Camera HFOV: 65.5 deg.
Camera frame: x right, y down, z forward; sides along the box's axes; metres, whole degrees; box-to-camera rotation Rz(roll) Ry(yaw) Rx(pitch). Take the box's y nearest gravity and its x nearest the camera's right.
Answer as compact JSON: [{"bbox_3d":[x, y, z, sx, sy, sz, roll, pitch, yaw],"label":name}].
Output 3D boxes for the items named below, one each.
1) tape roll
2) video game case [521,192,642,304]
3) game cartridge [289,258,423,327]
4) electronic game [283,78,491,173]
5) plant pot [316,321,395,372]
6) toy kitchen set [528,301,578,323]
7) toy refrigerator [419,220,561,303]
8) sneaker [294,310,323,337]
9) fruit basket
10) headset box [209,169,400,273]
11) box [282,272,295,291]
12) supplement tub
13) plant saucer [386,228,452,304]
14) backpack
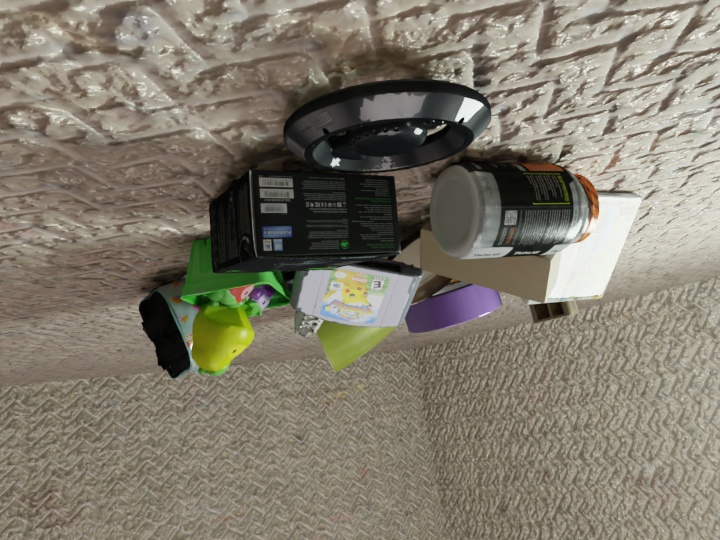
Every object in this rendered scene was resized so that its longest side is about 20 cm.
[{"bbox_3d":[0.185,0.066,1.152,0.199,0.066,0.200,-18,-178,1],"label":"tape roll"},{"bbox_3d":[0.377,-0.037,0.956,0.181,0.201,0.023,-3,-151,-26],"label":"video game case"},{"bbox_3d":[-0.011,0.033,0.914,0.199,0.041,0.134,10,133,-9],"label":"game cartridge"},{"bbox_3d":[0.025,-0.136,0.542,0.199,0.042,0.200,-6,175,-1],"label":"electronic game"},{"bbox_3d":[-0.012,0.148,1.512,0.199,0.188,0.187,-24,167,-2],"label":"plant pot"},{"bbox_3d":[0.343,-0.005,1.013,0.163,0.181,0.200,-20,167,37],"label":"toy kitchen set"},{"bbox_3d":[0.194,-0.024,0.847,0.199,0.076,0.070,16,-143,29],"label":"toy refrigerator"},{"bbox_3d":[-0.085,0.074,1.038,0.074,0.087,0.200,16,160,-6],"label":"sneaker"},{"bbox_3d":[-0.197,0.060,0.890,0.155,0.217,0.216,-10,167,4],"label":"fruit basket"},{"bbox_3d":[-0.078,-0.051,0.675,0.173,0.093,0.200,-2,176,-29],"label":"headset box"},{"bbox_3d":[-0.129,0.015,1.078,0.199,0.049,0.161,-17,167,24],"label":"box"},{"bbox_3d":[0.202,-0.079,0.731,0.199,0.123,0.123,-3,166,-22],"label":"supplement tub"},{"bbox_3d":[0.111,-0.013,0.993,0.200,0.032,0.201,-23,144,-17],"label":"plant saucer"},{"bbox_3d":[-0.316,0.099,1.043,0.153,0.176,0.200,-21,175,-27],"label":"backpack"}]
